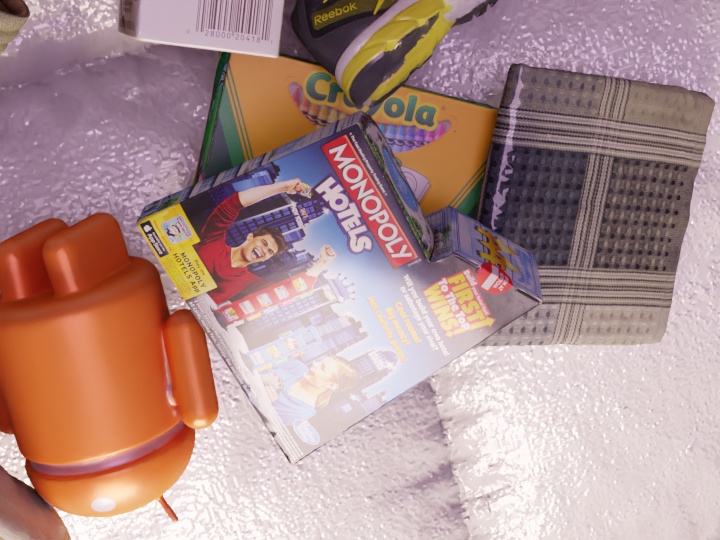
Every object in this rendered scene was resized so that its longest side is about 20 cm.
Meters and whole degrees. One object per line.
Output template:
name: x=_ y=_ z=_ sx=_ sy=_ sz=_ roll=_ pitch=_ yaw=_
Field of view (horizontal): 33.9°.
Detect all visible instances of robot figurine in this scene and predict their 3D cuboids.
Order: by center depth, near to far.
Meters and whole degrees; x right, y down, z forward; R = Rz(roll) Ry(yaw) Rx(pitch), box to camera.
robot figurine: x=-0.168 y=0.068 z=0.751 sx=0.142 sy=0.117 sz=0.203 roll=-15 pitch=106 yaw=-14

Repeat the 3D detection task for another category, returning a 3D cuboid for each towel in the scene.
towel: x=0.156 y=-0.039 z=0.822 sx=0.198 sy=0.034 sz=0.195 roll=2 pitch=102 yaw=-34

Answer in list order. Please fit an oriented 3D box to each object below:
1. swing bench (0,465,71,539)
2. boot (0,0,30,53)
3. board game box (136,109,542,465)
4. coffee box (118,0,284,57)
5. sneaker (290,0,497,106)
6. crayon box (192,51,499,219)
swing bench: x=-0.305 y=0.151 z=0.689 sx=0.199 sy=0.130 sz=0.200 roll=-34 pitch=146 yaw=-4
boot: x=-0.303 y=-0.143 z=0.663 sx=0.199 sy=0.073 sz=0.155 roll=28 pitch=122 yaw=-23
board game box: x=0.000 y=0.000 z=0.728 sx=0.198 sy=0.062 sz=0.201 roll=-22 pitch=118 yaw=14
coffee box: x=-0.080 y=-0.222 z=0.632 sx=0.079 sy=0.114 sz=0.203 roll=4 pitch=101 yaw=-18
sneaker: x=0.037 y=-0.193 z=0.746 sx=0.084 sy=0.075 sz=0.200 roll=40 pitch=64 yaw=12
crayon box: x=-0.007 y=-0.071 z=0.786 sx=0.197 sy=0.058 sz=0.120 roll=11 pitch=101 yaw=-15
